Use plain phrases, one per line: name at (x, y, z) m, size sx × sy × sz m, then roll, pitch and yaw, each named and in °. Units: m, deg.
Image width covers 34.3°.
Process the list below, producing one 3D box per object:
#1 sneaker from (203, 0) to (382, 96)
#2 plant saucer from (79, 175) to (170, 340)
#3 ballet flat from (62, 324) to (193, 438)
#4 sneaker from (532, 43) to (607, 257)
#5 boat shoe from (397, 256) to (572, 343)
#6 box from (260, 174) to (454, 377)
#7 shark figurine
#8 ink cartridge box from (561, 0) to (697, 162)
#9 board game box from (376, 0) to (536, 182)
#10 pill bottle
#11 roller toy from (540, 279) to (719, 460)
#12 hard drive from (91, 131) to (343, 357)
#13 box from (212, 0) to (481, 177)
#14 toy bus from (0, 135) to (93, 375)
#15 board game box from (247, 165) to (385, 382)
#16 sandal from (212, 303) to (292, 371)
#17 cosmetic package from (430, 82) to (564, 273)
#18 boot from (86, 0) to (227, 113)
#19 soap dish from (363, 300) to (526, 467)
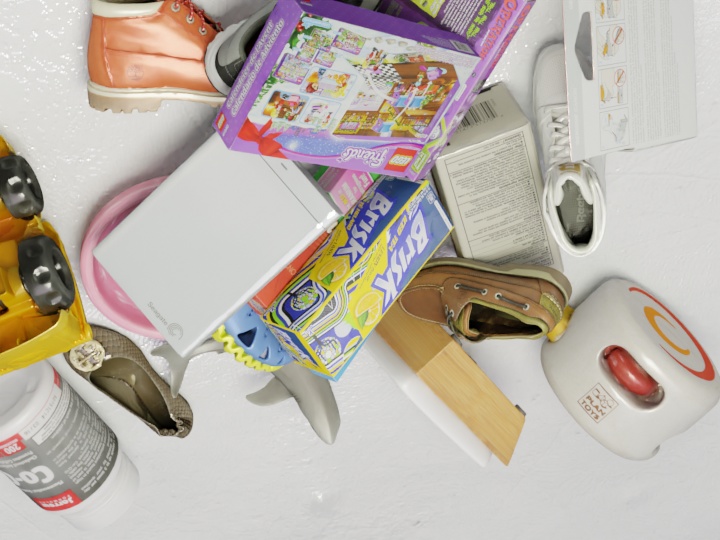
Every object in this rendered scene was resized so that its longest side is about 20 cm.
sneaker at (-0.041, -0.218, 1.005) m, size 0.200 × 0.079 × 0.074 m, roll -42°, pitch 107°, yaw -16°
plant saucer at (-0.182, -0.019, 1.182) m, size 0.200 × 0.051 × 0.201 m, roll -8°, pitch 130°, yaw -9°
ballet flat at (-0.251, 0.129, 1.285) m, size 0.067 × 0.046 × 0.200 m, roll -31°, pitch 129°, yaw 10°
sneaker at (0.202, -0.113, 1.097) m, size 0.073 × 0.116 × 0.201 m, roll -8°, pitch 99°, yaw 11°
boat shoe at (0.111, 0.033, 1.175) m, size 0.199 × 0.068 × 0.072 m, roll -4°, pitch 133°, yaw 40°
box at (0.000, 0.000, 1.113) m, size 0.200 × 0.064 × 0.070 m, roll -51°, pitch 130°, yaw -21°
shark figurine at (-0.108, 0.091, 1.266) m, size 0.214 × 0.129 × 0.090 m, roll 19°, pitch 150°, yaw 4°
ink cartridge box at (0.231, -0.207, 1.051) m, size 0.173 × 0.043 × 0.201 m, roll -14°, pitch 105°, yaw -33°
board game box at (0.059, -0.196, 1.068) m, size 0.032 × 0.120 × 0.200 m, roll -18°, pitch 147°, yaw -55°
pill bottle at (-0.332, 0.192, 1.270) m, size 0.114 × 0.114 × 0.200 m, roll -26°, pitch 130°, yaw 7°
roller toy at (0.301, 0.116, 1.331) m, size 0.200 × 0.183 × 0.140 m, roll 28°, pitch 118°, yaw -32°
hard drive at (-0.132, -0.034, 1.064) m, size 0.200 × 0.027 × 0.132 m, roll -42°, pitch 88°, yaw 12°
box at (-0.009, -0.153, 0.990) m, size 0.199 × 0.039 × 0.137 m, roll 5°, pitch 129°, yaw -41°
toy bus at (-0.330, -0.003, 1.102) m, size 0.135 × 0.201 × 0.192 m, roll -22°, pitch 166°, yaw 4°
board game box at (-0.019, -0.013, 1.165) m, size 0.200 × 0.040 × 0.153 m, roll -55°, pitch 131°, yaw -17°
sandal at (-0.119, 0.026, 1.155) m, size 0.087 × 0.080 × 0.200 m, roll -36°, pitch 130°, yaw 10°
cosmetic package at (0.133, -0.076, 1.194) m, size 0.103 × 0.087 × 0.200 m, roll -20°, pitch 129°, yaw 0°
boot at (-0.143, -0.202, 1.033) m, size 0.199 × 0.075 × 0.108 m, roll -7°, pitch 117°, yaw -16°
soap dish at (0.089, 0.116, 1.302) m, size 0.081 × 0.157 × 0.200 m, roll -43°, pitch 128°, yaw -1°
